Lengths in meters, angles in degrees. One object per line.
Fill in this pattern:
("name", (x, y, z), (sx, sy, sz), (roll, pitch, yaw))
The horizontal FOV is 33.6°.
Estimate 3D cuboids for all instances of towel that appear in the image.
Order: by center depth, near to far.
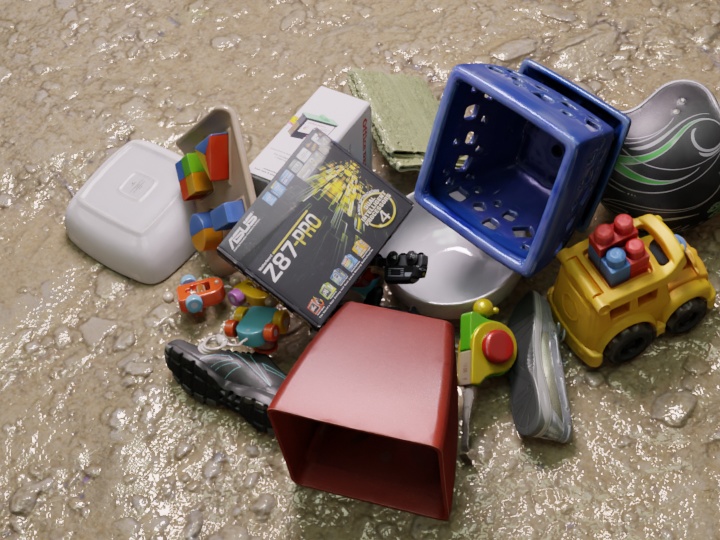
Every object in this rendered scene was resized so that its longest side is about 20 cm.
("towel", (0.066, -0.214, 1.718), (0.148, 0.037, 0.200), (2, 48, -35))

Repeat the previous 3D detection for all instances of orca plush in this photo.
("orca plush", (0.013, 0.051, 1.504), (0.105, 0.200, 0.071), (14, 76, -29))

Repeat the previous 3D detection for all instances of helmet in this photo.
("helmet", (0.392, -0.145, 1.573), (0.190, 0.200, 0.200), (-26, 53, 14))

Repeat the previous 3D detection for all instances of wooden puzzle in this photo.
("wooden puzzle", (-0.192, -0.098, 1.573), (0.046, 0.185, 0.201), (-16, 87, -30))

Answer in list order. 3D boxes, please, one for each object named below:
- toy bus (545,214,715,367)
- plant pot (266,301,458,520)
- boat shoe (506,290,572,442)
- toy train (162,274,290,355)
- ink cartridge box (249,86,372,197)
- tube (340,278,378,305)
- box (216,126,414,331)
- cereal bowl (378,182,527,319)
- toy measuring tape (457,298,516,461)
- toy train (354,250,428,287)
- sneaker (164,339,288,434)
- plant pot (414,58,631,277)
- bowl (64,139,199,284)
("toy bus", (0.340, -0.003, 1.477), (0.199, 0.192, 0.136), (-23, 54, -11))
("plant pot", (0.025, 0.153, 1.397), (0.199, 0.200, 0.177), (11, 58, 14))
("boat shoe", (0.224, 0.119, 1.485), (0.065, 0.074, 0.202), (18, 48, -23))
("toy train", (-0.169, 0.063, 1.556), (0.150, 0.056, 0.200), (-17, 31, -11))
("ink cartridge box", (-0.067, -0.132, 1.630), (0.084, 0.145, 0.200), (23, 52, 20))
("tube", (0.012, -0.036, 1.632), (0.077, 0.050, 0.200), (22, 54, -5))
("box", (-0.055, -0.051, 1.477), (0.161, 0.049, 0.200), (38, 79, 3))
("cereal bowl", (0.122, -0.016, 1.578), (0.199, 0.083, 0.201), (-3, 54, 4))
("toy measuring tape", (0.157, 0.135, 1.471), (0.073, 0.074, 0.201), (1, 79, 8))
("toy train", (0.000, 0.000, 1.533), (0.199, 0.034, 0.046), (-1, 85, 36))
("sneaker", (-0.160, 0.138, 1.524), (0.200, 0.076, 0.079), (27, 48, 17))
("plant pot", (0.211, -0.141, 1.489), (0.200, 0.200, 0.180), (36, 38, 27))
("bowl", (-0.310, -0.097, 1.698), (0.199, 0.075, 0.200), (27, 64, 24))
